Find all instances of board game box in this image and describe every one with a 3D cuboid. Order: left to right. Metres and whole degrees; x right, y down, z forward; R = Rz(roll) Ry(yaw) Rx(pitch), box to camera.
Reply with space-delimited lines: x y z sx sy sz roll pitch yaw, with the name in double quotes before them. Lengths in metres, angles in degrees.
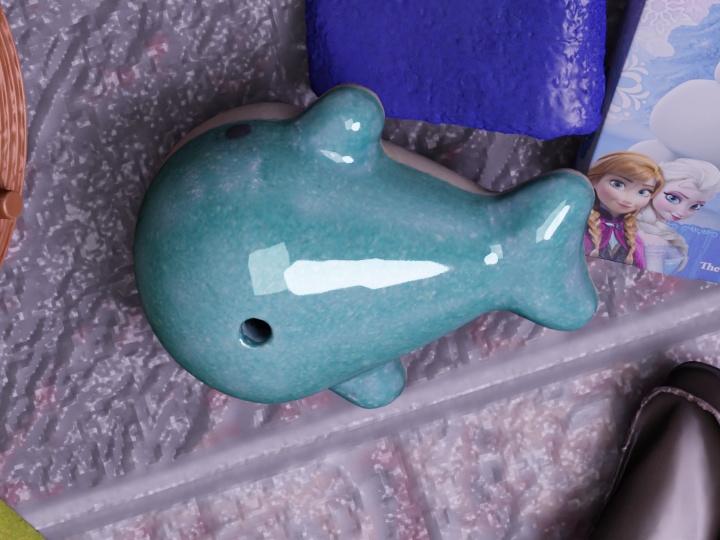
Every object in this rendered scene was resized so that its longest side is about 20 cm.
"board game box" 0.204 -0.069 1.144 0.199 0.043 0.199 11 134 -3

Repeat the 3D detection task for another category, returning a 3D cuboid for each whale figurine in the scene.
"whale figurine" 0.000 0.000 1.137 0.199 0.104 0.160 3 121 10

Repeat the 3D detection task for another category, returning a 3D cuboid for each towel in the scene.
"towel" 0.044 -0.162 1.128 0.147 0.049 0.201 11 107 32

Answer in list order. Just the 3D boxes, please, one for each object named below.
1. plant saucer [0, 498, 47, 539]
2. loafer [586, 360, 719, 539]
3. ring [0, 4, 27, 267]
"plant saucer" -0.269 0.143 1.188 0.200 0.048 0.200 -45 107 5
"loafer" 0.134 0.140 1.223 0.071 0.073 0.201 -6 112 -50
"ring" -0.197 -0.050 1.087 0.019 0.200 0.201 5 109 33
